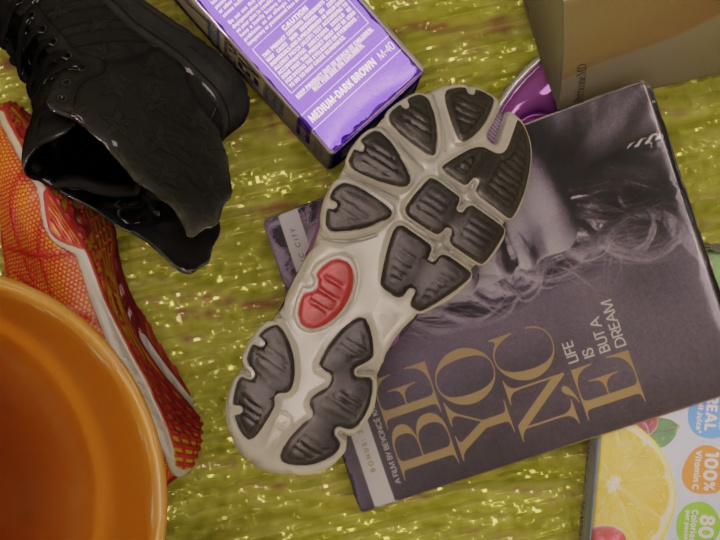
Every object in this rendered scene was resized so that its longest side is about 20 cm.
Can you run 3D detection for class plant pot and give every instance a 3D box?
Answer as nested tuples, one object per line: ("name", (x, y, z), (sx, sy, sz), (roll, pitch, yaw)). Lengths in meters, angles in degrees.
("plant pot", (-0.208, 0.103, 1.103), (0.199, 0.183, 0.202), (1, 87, -23))

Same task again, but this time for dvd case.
("dvd case", (0.066, 0.014, 1.161), (0.199, 0.016, 0.150), (-19, 88, 19))

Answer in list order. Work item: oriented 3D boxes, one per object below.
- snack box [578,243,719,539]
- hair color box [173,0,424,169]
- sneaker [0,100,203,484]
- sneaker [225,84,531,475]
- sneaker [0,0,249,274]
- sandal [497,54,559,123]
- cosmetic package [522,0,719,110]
("snack box", (0.180, 0.090, 1.184), (0.141, 0.053, 0.202), (4, 95, -2))
("hair color box", (-0.059, -0.143, 1.161), (0.065, 0.109, 0.200), (-40, 89, -2))
("sneaker", (-0.146, 0.016, 1.179), (0.077, 0.073, 0.201), (-23, 85, 14))
("sneaker", (0.000, 0.000, 1.138), (0.080, 0.083, 0.200), (37, 89, -7))
("sneaker", (-0.130, -0.084, 1.147), (0.199, 0.060, 0.104), (33, 48, 11))
("sandal", (0.077, -0.020, 1.191), (0.082, 0.050, 0.203), (31, 89, -1))
("cosmetic package", (0.179, -0.148, 1.157), (0.199, 0.105, 0.072), (-14, 64, -3))
